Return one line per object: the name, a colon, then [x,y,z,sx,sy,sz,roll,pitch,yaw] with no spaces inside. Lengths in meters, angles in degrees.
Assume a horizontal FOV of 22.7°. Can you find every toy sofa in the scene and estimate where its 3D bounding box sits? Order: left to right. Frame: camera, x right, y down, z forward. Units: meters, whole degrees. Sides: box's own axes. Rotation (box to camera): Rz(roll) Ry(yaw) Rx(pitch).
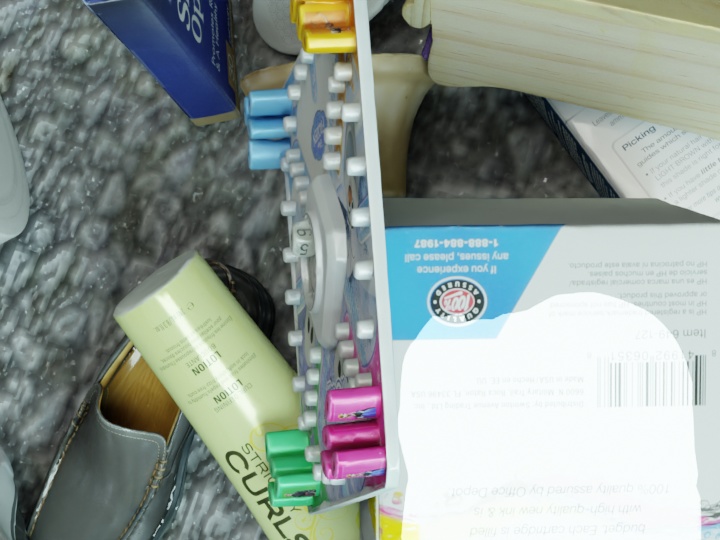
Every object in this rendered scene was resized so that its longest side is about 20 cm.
toy sofa: [0.125,-0.132,0.836,0.198,0.098,0.083,14,52,16]

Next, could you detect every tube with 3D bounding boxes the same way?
tube: [-0.039,0.083,0.861,0.058,0.052,0.201,-23,108,43]

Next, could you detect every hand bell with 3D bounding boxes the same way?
hand bell: [0.000,0.000,0.902,0.103,0.104,0.202,-6,87,13]

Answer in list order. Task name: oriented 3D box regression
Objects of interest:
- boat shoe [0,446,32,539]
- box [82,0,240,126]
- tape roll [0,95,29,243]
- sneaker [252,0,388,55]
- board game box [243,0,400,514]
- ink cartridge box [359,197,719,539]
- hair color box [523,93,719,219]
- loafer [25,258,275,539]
boat shoe: [-0.189,0.144,0.871,0.068,0.200,0.057,-24,112,-8]
box: [-0.104,-0.164,0.897,0.032,0.200,0.122,-8,74,12]
tape roll: [-0.279,-0.079,0.922,0.138,0.203,0.204,-26,70,8]
sneaker: [0.024,-0.193,0.947,0.071,0.099,0.200,46,122,6]
board game box: [-0.021,-0.004,0.750,0.026,0.200,0.202,-2,80,-11]
ink cartridge box: [0.073,0.074,0.769,0.145,0.145,0.202,0,96,-3]
hair color box: [0.150,-0.080,0.881,0.100,0.061,0.201,-34,70,1]
loafer: [-0.119,0.080,0.904,0.072,0.072,0.201,26,84,19]
